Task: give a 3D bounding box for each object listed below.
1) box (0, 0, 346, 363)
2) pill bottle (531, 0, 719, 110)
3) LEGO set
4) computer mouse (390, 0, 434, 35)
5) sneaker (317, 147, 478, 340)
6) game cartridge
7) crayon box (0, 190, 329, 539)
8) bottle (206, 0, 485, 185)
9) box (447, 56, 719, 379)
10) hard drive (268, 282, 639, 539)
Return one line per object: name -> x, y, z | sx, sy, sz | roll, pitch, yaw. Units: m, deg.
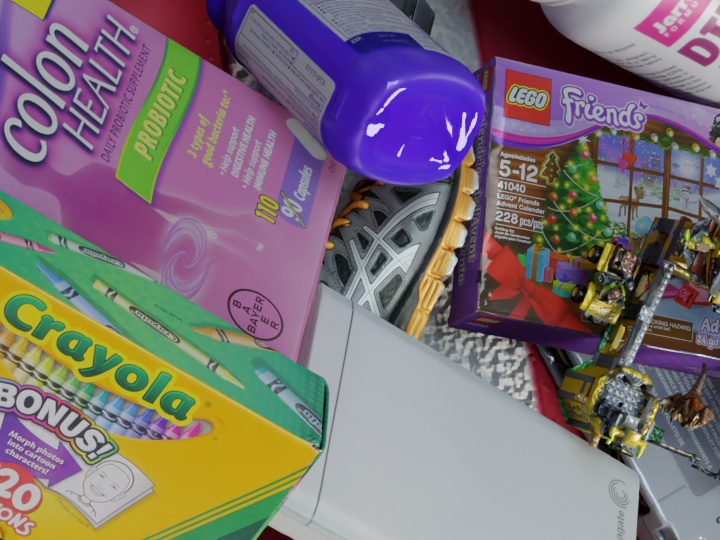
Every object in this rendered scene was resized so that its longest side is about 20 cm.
box -> -0.122, -0.027, 1.153 | 0.200, 0.097, 0.176 | 30, 38, -13
pill bottle -> 0.164, -0.156, 1.311 | 0.200, 0.113, 0.114 | 23, 68, -33
LEGO set -> 0.206, 0.054, 1.222 | 0.200, 0.116, 0.154 | 34, 83, -19
computer mouse -> 0.032, -0.147, 1.270 | 0.059, 0.034, 0.200 | 17, 104, -36
sneaker -> 0.000, 0.000, 1.250 | 0.077, 0.078, 0.200 | 23, 70, -11
game cartridge -> 0.169, 0.047, 1.331 | 0.133, 0.040, 0.200 | -27, 88, -23
crayon box -> -0.127, 0.054, 1.055 | 0.200, 0.119, 0.058 | 31, 26, -14
bottle -> -0.022, -0.116, 1.217 | 0.083, 0.200, 0.065 | 6, 118, -42
box -> 0.146, -0.022, 1.298 | 0.199, 0.039, 0.137 | 11, 73, -20
hard drive -> 0.046, 0.105, 1.178 | 0.200, 0.027, 0.132 | 32, 44, -22
